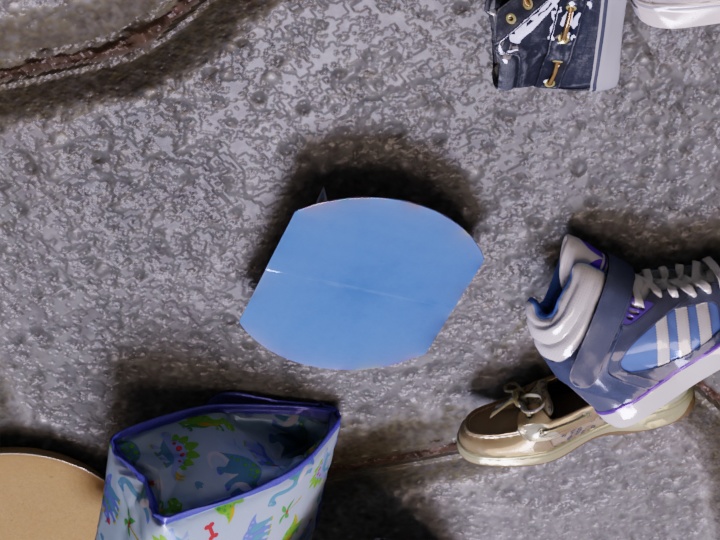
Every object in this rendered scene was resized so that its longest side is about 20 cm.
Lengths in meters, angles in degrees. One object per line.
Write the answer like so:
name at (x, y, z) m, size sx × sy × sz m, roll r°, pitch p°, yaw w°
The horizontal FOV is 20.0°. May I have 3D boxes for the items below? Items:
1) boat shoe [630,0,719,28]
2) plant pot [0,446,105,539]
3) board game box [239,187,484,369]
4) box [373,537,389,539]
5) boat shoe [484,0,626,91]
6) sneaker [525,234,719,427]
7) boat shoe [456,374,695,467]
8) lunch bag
boat shoe at (0.278, -0.218, 1.373) m, size 0.199 × 0.072 × 0.069 m, roll -5°, pitch 133°, yaw 16°
plant pot at (-0.293, 0.219, 1.781) m, size 0.199 × 0.028 × 0.201 m, roll -1°, pitch 133°, yaw -1°
board game box at (0.000, 0.000, 1.583) m, size 0.157 × 0.039 × 0.200 m, roll 12°, pitch 136°, yaw -18°
box at (-0.012, 0.289, 1.761) m, size 0.160 × 0.044 × 0.200 m, roll -28°, pitch 161°, yaw 14°
boat shoe at (0.132, -0.198, 1.378) m, size 0.090 × 0.071 × 0.201 m, roll -5°, pitch 134°, yaw -2°
sneaker at (0.224, 0.014, 1.570) m, size 0.200 × 0.081 × 0.147 m, roll -39°, pitch 107°, yaw 9°
boat shoe at (0.171, 0.104, 1.662) m, size 0.199 × 0.073 × 0.063 m, roll -17°, pitch 125°, yaw -1°
lunch bag at (-0.115, 0.198, 1.703) m, size 0.199 × 0.128 × 0.171 m, roll -14°, pitch 139°, yaw -29°
